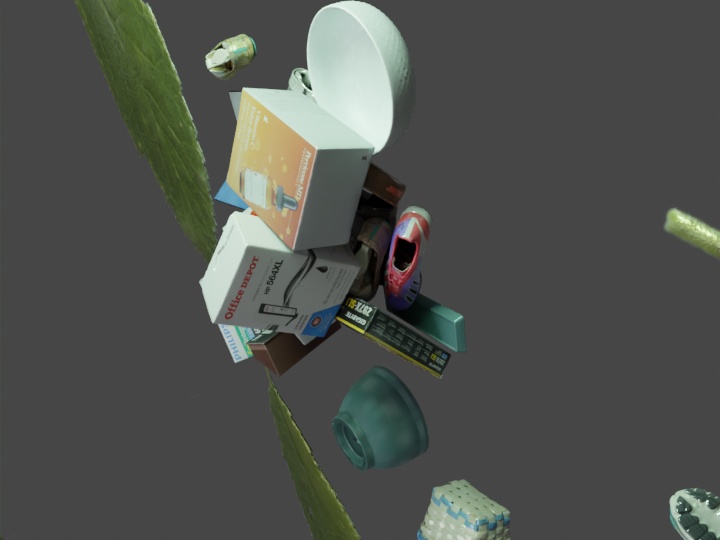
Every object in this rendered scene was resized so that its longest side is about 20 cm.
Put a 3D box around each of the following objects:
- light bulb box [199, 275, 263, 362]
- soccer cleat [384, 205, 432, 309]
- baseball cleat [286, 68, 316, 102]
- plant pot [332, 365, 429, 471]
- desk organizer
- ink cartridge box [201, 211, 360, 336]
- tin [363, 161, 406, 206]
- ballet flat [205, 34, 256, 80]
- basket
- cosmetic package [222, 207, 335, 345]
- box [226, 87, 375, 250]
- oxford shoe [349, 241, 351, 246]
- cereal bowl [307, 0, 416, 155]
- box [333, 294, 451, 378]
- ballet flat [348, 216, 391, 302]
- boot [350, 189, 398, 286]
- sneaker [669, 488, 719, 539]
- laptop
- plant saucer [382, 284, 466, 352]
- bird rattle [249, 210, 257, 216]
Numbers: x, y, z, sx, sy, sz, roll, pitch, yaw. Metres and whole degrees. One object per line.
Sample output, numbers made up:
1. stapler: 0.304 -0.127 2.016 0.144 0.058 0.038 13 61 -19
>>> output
1. light bulb box: -0.238 0.066 1.455 0.200 0.122 0.203 -57 -55 -73
2. soccer cleat: 0.065 -0.004 1.007 0.067 0.074 0.203 22 134 12
3. baseball cleat: -0.115 -0.296 1.120 0.197 0.069 0.110 17 122 43
4. plant pot: 0.026 0.316 1.301 0.200 0.132 0.204 40 144 37
5. desk organizer: -0.135 0.135 1.350 0.071 0.199 0.079 -8 111 48
6. ink cartridge box: -0.121 0.012 0.970 0.148 0.196 0.085 -60 40 26
7. tin: -0.009 -0.163 0.995 0.199 0.111 0.043 40 106 37
8. ballet flat: -0.270 -0.417 1.272 0.198 0.070 0.073 7 119 59
9. basket: 0.187 0.499 1.147 0.175 0.136 0.206 22 102 52
10. cosmetic package: -0.144 -0.002 1.252 0.200 0.122 0.202 48 172 43
11. box: -0.093 -0.150 0.927 0.199 0.104 0.156 42 126 37
12. oxford shoe: -0.069 -0.080 1.196 0.200 0.074 0.072 47 148 29
13. cereal bowl: 0.011 -0.268 0.890 0.199 0.082 0.204 41 144 38
14. box: 0.035 0.100 1.076 0.198 0.050 0.158 34 175 -37
15. ballet flat: 0.000 0.000 1.045 0.067 0.068 0.203 23 138 11
16. boot: -0.009 -0.060 1.093 0.196 0.069 0.178 24 136 29
17. sneaker: 0.426 0.329 0.707 0.201 0.077 0.080 51 170 32
18. laptop: -0.245 -0.250 1.316 0.185 0.114 0.205 20 130 52
19. plant saucer: 0.103 0.074 1.089 0.198 0.019 0.072 30 137 49
20. bird rattle: -0.155 -0.073 1.130 0.113 0.203 0.161 43 159 -30
